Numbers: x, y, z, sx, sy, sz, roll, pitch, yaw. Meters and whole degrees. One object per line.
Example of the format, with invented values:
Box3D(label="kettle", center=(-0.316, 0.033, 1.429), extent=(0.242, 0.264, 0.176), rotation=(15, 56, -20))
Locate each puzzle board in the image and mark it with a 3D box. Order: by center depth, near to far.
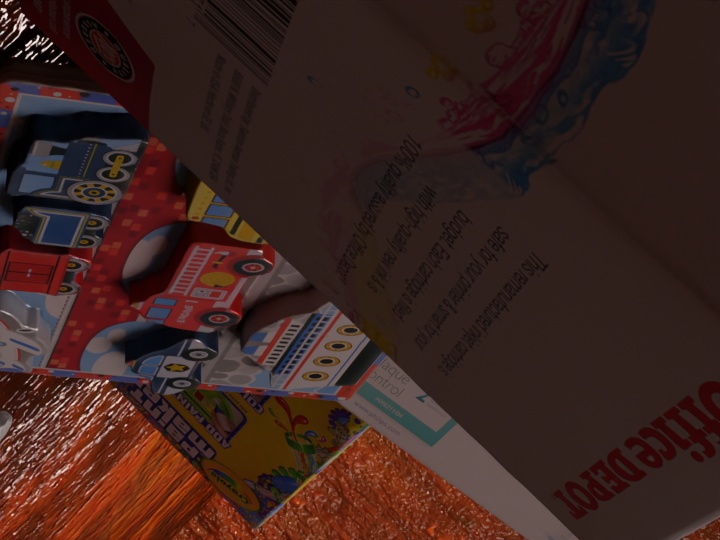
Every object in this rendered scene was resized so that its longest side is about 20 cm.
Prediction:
Box3D(label="puzzle board", center=(-0.047, 0.000, 0.604), extent=(0.200, 0.151, 0.017), rotation=(127, -33, -61))

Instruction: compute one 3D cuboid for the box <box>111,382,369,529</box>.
Box3D(label="box", center=(0.000, 0.000, 1.021), extent=(0.200, 0.122, 0.193), rotation=(-43, 177, -37))

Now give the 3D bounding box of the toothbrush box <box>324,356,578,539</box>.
Box3D(label="toothbrush box", center=(0.053, 0.005, 0.807), extent=(0.085, 0.146, 0.200), rotation=(-46, -159, 19))

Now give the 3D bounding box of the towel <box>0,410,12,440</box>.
Box3D(label="towel", center=(-0.208, 0.113, 0.626), extent=(0.171, 0.048, 0.200), rotation=(-36, 169, -51))

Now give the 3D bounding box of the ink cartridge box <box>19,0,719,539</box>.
Box3D(label="ink cartridge box", center=(0.046, -0.061, 0.424), extent=(0.145, 0.200, 0.145), rotation=(-45, 176, -19))
